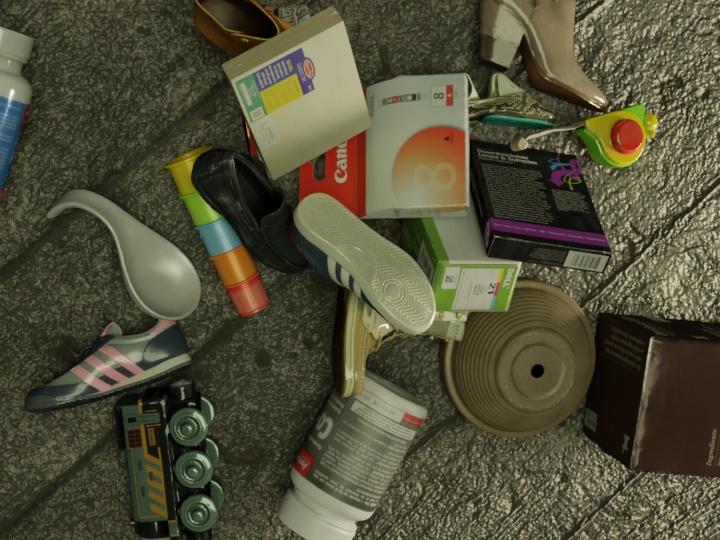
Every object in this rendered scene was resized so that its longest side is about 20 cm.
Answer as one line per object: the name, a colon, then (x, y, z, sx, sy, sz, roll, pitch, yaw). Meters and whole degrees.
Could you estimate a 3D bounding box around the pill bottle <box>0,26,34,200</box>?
pill bottle: (-0.424, -0.170, 1.363, 0.111, 0.112, 0.201, 18, 95, -12)

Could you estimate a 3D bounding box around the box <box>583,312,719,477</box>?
box: (0.403, 0.152, 1.531, 0.198, 0.166, 0.166, 6, 98, -12)

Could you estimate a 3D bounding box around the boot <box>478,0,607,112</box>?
boot: (0.231, -0.292, 1.493, 0.199, 0.070, 0.147, 21, 85, -19)

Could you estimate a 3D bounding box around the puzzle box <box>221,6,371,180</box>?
puzzle box: (-0.063, -0.186, 1.340, 0.132, 0.200, 0.026, -28, 62, -5)

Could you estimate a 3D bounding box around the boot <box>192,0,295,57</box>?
boot: (-0.089, -0.239, 1.336, 0.200, 0.144, 0.071, 24, 89, -8)

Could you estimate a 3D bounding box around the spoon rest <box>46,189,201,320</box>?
spoon rest: (-0.265, -0.021, 1.430, 0.200, 0.061, 0.100, 40, 45, -10)

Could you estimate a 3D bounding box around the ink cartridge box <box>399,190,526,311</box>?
ink cartridge box: (0.162, -0.025, 1.466, 0.198, 0.148, 0.076, 1, 128, -15)

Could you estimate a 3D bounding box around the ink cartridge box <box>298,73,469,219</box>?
ink cartridge box: (0.025, -0.142, 1.430, 0.198, 0.050, 0.164, -1, 75, 4)

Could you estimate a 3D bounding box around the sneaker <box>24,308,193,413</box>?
sneaker: (-0.301, 0.107, 1.455, 0.199, 0.070, 0.083, -18, 84, -10)

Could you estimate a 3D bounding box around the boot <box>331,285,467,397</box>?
boot: (0.047, 0.067, 1.459, 0.154, 0.072, 0.201, 13, 55, -10)

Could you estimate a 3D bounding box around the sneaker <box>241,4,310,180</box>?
sneaker: (-0.087, -0.207, 1.443, 0.107, 0.067, 0.203, -9, 97, -7)

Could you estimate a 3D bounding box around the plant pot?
plant pot: (0.203, 0.113, 1.528, 0.199, 0.093, 0.203, -1, 97, -10)

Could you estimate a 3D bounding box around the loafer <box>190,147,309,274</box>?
loafer: (-0.112, -0.065, 1.426, 0.201, 0.070, 0.068, 48, 48, -37)

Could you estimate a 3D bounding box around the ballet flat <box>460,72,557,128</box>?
ballet flat: (0.137, -0.200, 1.489, 0.198, 0.068, 0.076, -6, 90, -6)

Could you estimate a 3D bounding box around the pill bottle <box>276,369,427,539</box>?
pill bottle: (-0.014, 0.225, 1.491, 0.113, 0.114, 0.201, 29, 91, -13)

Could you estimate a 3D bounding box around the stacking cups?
stacking cups: (-0.162, -0.045, 1.462, 0.060, 0.061, 0.201, -25, 106, -6)

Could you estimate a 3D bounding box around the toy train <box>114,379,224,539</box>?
toy train: (-0.226, 0.228, 1.474, 0.113, 0.085, 0.202, -5, 101, 2)

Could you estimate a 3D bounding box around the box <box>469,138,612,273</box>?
box: (0.202, -0.079, 1.454, 0.142, 0.201, 0.036, 8, 129, -11)

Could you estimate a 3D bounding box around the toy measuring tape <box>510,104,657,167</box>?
toy measuring tape: (0.278, -0.150, 1.508, 0.199, 0.073, 0.074, -17, 101, -20)

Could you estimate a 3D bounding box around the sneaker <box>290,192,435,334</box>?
sneaker: (0.000, 0.000, 1.407, 0.200, 0.085, 0.075, 46, 62, 3)
